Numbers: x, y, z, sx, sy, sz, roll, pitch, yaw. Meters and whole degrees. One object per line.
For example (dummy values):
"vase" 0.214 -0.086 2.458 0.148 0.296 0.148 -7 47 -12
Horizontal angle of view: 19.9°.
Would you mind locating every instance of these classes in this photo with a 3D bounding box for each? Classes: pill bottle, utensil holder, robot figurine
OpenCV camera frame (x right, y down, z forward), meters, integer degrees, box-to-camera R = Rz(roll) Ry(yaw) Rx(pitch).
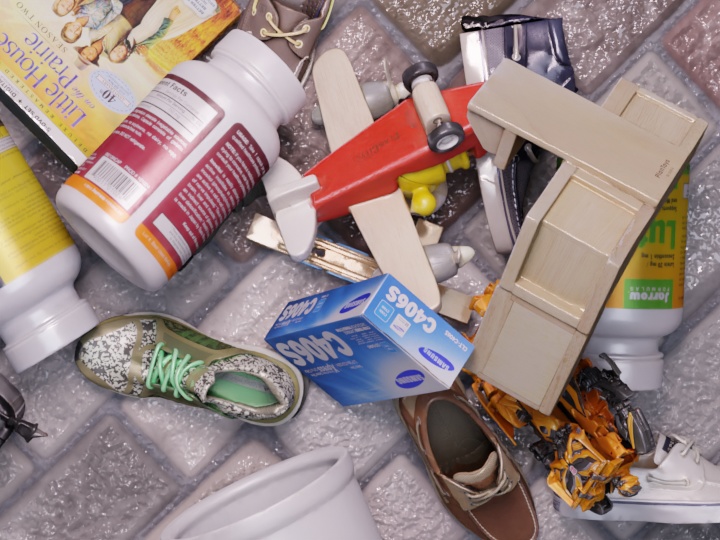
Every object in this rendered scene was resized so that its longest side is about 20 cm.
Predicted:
"pill bottle" -0.137 -0.091 1.626 0.113 0.113 0.200 43 77 -4
"pill bottle" -0.298 -0.022 1.675 0.111 0.112 0.201 -31 94 -1
"utensil holder" -0.048 0.271 1.680 0.169 0.170 0.201 -24 97 -1
"robot figurine" 0.155 0.109 1.670 0.058 0.145 0.200 -23 63 -33
"pill bottle" 0.214 -0.005 1.701 0.110 0.111 0.202 2 94 -3

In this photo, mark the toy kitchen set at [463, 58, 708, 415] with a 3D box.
"toy kitchen set" 0.141 -0.042 1.606 0.162 0.200 0.181 29 135 10

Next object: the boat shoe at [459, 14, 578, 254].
"boat shoe" 0.140 -0.118 1.708 0.092 0.075 0.202 -8 93 5

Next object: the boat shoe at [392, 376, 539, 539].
"boat shoe" 0.091 0.165 1.705 0.076 0.072 0.200 -36 115 1

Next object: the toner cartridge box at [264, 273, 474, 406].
"toner cartridge box" 0.003 0.059 1.644 0.095 0.200 0.043 39 69 -15

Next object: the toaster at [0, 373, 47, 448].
"toaster" -0.383 0.125 1.676 0.200 0.119 0.181 43 91 -4

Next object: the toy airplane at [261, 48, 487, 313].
"toy airplane" 0.018 -0.073 1.671 0.198 0.141 0.202 16 82 33

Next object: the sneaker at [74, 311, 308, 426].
"sneaker" -0.140 0.083 1.700 0.198 0.089 0.078 11 93 -3

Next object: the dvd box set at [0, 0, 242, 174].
"dvd box set" -0.214 -0.196 1.672 0.146 0.029 0.200 45 69 -1

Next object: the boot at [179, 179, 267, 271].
"boot" -0.171 -0.109 1.709 0.131 0.068 0.200 -44 97 -9

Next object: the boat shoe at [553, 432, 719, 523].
"boat shoe" 0.263 0.173 1.739 0.198 0.071 0.071 1 96 4

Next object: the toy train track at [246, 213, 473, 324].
"toy train track" 0.000 0.000 1.729 0.198 0.033 0.116 21 83 0

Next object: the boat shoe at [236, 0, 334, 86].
"boat shoe" -0.059 -0.218 1.701 0.071 0.060 0.201 22 92 -4
